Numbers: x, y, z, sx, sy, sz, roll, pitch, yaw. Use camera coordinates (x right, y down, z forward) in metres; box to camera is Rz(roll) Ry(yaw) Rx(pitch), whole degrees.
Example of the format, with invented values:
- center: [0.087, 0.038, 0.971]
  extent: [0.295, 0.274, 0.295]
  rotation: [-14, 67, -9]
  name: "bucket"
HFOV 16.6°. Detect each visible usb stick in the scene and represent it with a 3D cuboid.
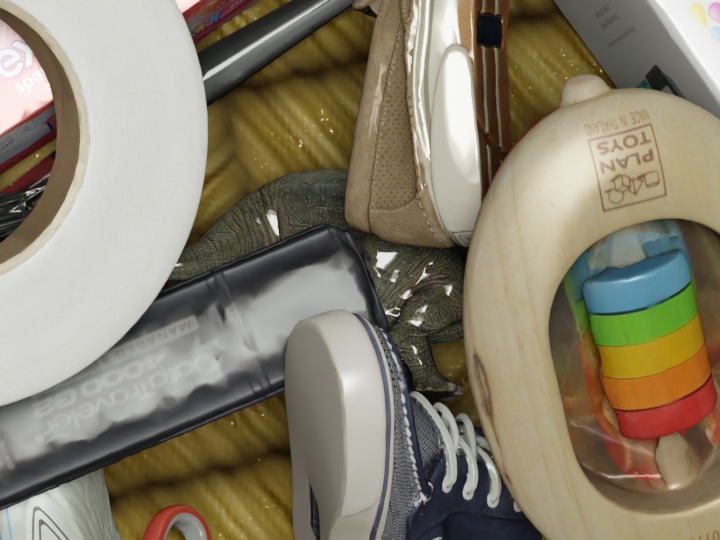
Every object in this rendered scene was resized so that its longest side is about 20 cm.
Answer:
- center: [-0.085, 0.041, 0.946]
  extent: [0.199, 0.033, 0.056]
  rotation: [-23, 85, -4]
  name: "usb stick"

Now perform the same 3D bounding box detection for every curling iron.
- center: [-0.075, -0.063, 1.015]
  extent: [0.200, 0.026, 0.050]
  rotation: [-36, 53, -8]
  name: "curling iron"

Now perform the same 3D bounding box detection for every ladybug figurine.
- center: [0.101, 0.020, 0.919]
  extent: [0.135, 0.072, 0.201]
  rotation: [-14, 109, -8]
  name: "ladybug figurine"

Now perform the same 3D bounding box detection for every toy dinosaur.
- center: [0.000, 0.000, 1.006]
  extent: [0.199, 0.077, 0.103]
  rotation: [9, 75, 2]
  name: "toy dinosaur"

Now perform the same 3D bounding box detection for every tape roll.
- center: [-0.154, -0.048, 0.888]
  extent: [0.201, 0.037, 0.204]
  rotation: [-3, 98, -22]
  name: "tape roll"

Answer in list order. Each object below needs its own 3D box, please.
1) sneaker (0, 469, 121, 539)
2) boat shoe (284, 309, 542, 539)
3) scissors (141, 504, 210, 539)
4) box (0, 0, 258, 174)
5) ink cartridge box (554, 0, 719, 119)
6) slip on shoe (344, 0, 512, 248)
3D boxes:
- center: [-0.114, 0.152, 0.989]
  extent: [0.072, 0.072, 0.201]
  rotation: [-21, 91, 18]
  name: "sneaker"
- center: [0.024, 0.071, 0.944]
  extent: [0.092, 0.200, 0.075]
  rotation: [-15, 61, -11]
  name: "boat shoe"
- center: [-0.073, 0.185, 0.951]
  extent: [0.073, 0.014, 0.201]
  rotation: [43, 42, -35]
  name: "scissors"
- center: [-0.130, -0.109, 0.979]
  extent: [0.199, 0.103, 0.095]
  rotation: [-34, 90, -3]
  name: "box"
- center: [0.188, -0.094, 0.973]
  extent: [0.146, 0.146, 0.200]
  rotation: [-36, 91, -4]
  name: "ink cartridge box"
- center: [0.025, -0.109, 0.953]
  extent: [0.060, 0.076, 0.202]
  rotation: [-1, 91, 19]
  name: "slip on shoe"
